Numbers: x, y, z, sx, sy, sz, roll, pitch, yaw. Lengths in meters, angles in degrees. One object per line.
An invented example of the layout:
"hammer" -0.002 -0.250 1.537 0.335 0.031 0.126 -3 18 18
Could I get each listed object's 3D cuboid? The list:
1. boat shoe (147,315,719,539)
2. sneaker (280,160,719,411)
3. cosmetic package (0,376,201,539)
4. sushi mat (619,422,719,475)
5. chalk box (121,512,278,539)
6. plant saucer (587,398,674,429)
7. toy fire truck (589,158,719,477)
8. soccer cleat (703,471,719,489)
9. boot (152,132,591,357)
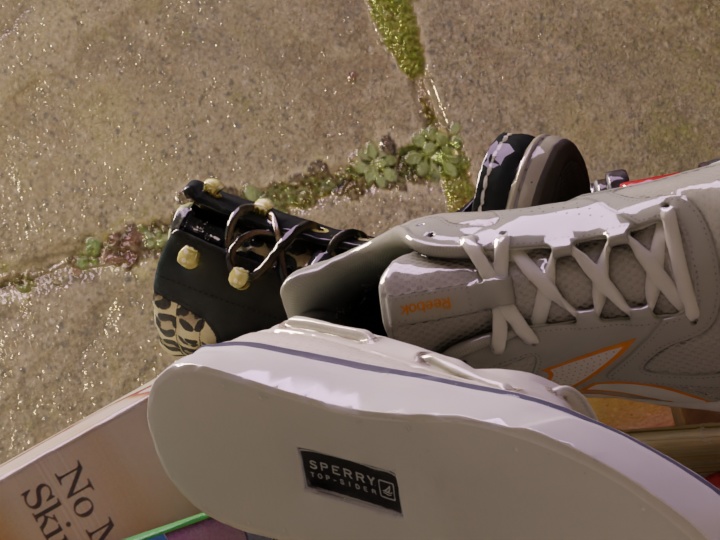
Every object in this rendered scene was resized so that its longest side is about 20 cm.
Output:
"boat shoe" 0.036 0.053 0.744 0.200 0.071 0.070 13 31 38
"sneaker" 0.059 0.010 0.798 0.092 0.076 0.200 1 -12 -44
"cosmetic package" -0.112 0.117 0.973 0.200 0.103 0.087 -31 3 -28
"sushi mat" 0.089 0.059 0.864 0.200 0.012 0.096 -6 -13 30
"chalk box" -0.037 0.136 0.838 0.124 0.125 0.200 -17 -7 -23
"plant saucer" 0.094 0.112 1.136 0.200 0.048 0.200 -20 -47 -1
"toy fire truck" 0.117 0.034 0.952 0.049 0.141 0.200 -10 -1 1
"soccer cleat" 0.102 0.106 0.782 0.085 0.069 0.200 -27 6 0
"boot" -0.001 0.002 0.979 0.154 0.074 0.204 19 -28 9
